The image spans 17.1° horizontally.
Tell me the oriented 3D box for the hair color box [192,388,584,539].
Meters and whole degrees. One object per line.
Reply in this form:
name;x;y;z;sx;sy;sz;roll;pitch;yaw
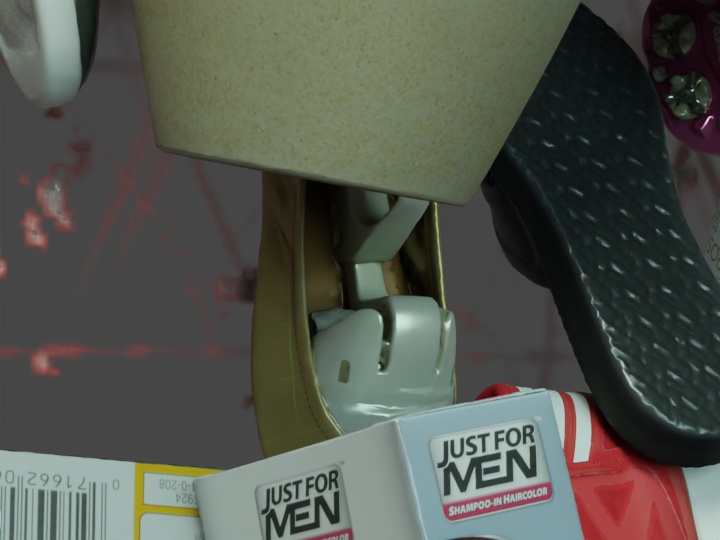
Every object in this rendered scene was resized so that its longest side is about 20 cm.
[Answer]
hair color box;0.023;0.142;0.658;0.060;0.099;0.201;-8;82;-40

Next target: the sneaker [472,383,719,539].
sneaker;0.067;0.123;0.721;0.115;0.078;0.200;15;44;-32

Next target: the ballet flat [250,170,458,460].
ballet flat;0.000;0.000;0.763;0.068;0.063;0.201;1;75;-30

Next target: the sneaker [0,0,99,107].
sneaker;-0.074;-0.147;0.761;0.099;0.071;0.201;0;71;-23

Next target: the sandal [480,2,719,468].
sandal;0.072;-0.015;0.800;0.075;0.048;0.201;4;51;-26

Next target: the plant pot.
plant pot;0.003;-0.125;0.691;0.187;0.187;0.201;10;91;-26

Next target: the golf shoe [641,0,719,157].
golf shoe;0.145;-0.124;0.886;0.091;0.075;0.201;26;58;-48

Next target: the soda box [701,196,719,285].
soda box;0.215;0.029;0.837;0.199;0.064;0.068;10;114;-14

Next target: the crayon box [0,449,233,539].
crayon box;-0.084;0.155;0.678;0.125;0.052;0.201;8;71;-27
